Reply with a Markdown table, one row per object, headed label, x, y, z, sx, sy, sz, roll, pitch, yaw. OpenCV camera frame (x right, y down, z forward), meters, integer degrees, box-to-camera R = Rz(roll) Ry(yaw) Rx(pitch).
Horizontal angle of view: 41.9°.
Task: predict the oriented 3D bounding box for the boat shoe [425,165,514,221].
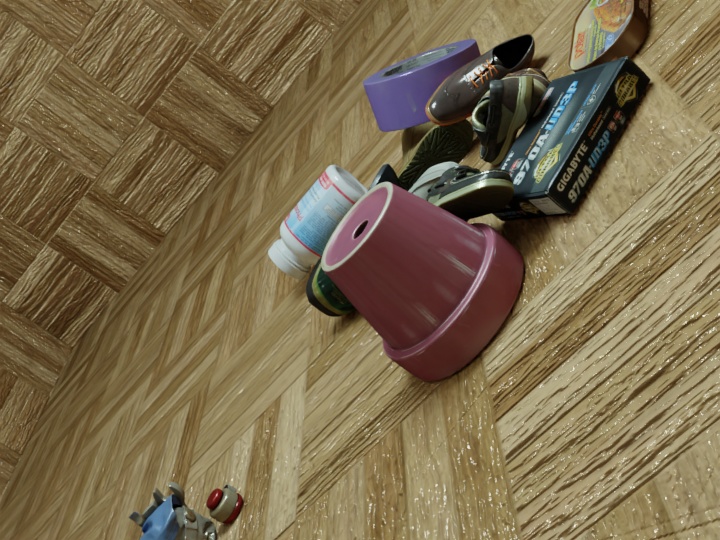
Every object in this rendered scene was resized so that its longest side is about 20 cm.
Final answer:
| label | x | y | z | sx | sy | sz | roll | pitch | yaw |
| --- | --- | --- | --- | --- | --- | --- | --- | --- | --- |
| boat shoe | 0.124 | -0.098 | 1.159 | 0.201 | 0.071 | 0.067 | 149 | 126 | -67 |

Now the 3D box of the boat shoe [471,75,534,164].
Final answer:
| label | x | y | z | sx | sy | sz | roll | pitch | yaw |
| --- | --- | --- | --- | --- | --- | --- | --- | --- | --- |
| boat shoe | 0.182 | -0.206 | 1.261 | 0.200 | 0.064 | 0.074 | 105 | 176 | -69 |

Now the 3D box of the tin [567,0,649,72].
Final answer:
| label | x | y | z | sx | sy | sz | roll | pitch | yaw |
| --- | --- | --- | --- | --- | --- | --- | --- | --- | --- |
| tin | 0.332 | -0.326 | 1.255 | 0.112 | 0.042 | 0.201 | -32 | 28 | 40 |

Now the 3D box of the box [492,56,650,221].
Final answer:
| label | x | y | z | sx | sy | sz | roll | pitch | yaw |
| --- | --- | --- | --- | --- | --- | --- | --- | --- | --- |
| box | 0.245 | -0.155 | 1.143 | 0.201 | 0.046 | 0.159 | -58 | 18 | -12 |

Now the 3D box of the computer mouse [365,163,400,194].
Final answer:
| label | x | y | z | sx | sy | sz | roll | pitch | yaw |
| --- | --- | --- | --- | --- | --- | --- | --- | --- | --- |
| computer mouse | 0.020 | -0.083 | 1.509 | 0.201 | 0.052 | 0.139 | -62 | -2 | 41 |

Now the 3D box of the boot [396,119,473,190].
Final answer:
| label | x | y | z | sx | sy | sz | roll | pitch | yaw |
| --- | --- | --- | --- | --- | --- | --- | --- | --- | --- |
| boot | 0.119 | -0.227 | 1.553 | 0.175 | 0.066 | 0.201 | -41 | 20 | 30 |

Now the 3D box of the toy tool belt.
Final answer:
| label | x | y | z | sx | sy | sz | roll | pitch | yaw |
| --- | --- | --- | --- | --- | --- | --- | --- | --- | --- |
| toy tool belt | -0.273 | 0.371 | 1.336 | 0.200 | 0.123 | 0.125 | -51 | 18 | 5 |

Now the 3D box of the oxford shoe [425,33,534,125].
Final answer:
| label | x | y | z | sx | sy | sz | roll | pitch | yaw |
| --- | --- | --- | --- | --- | --- | --- | --- | --- | --- |
| oxford shoe | 0.180 | -0.295 | 1.419 | 0.200 | 0.071 | 0.073 | -39 | -9 | -12 |

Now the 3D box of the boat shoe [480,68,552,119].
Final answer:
| label | x | y | z | sx | sy | sz | roll | pitch | yaw |
| --- | --- | --- | --- | --- | --- | --- | --- | --- | --- |
| boat shoe | 0.232 | -0.258 | 1.324 | 0.072 | 0.072 | 0.200 | -48 | 7 | -4 |

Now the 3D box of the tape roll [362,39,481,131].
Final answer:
| label | x | y | z | sx | sy | sz | roll | pitch | yaw |
| --- | --- | --- | --- | --- | --- | --- | --- | --- | --- |
| tape roll | 0.109 | -0.306 | 1.549 | 0.199 | 0.085 | 0.200 | -20 | 18 | 7 |

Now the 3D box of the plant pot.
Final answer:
| label | x | y | z | sx | sy | sz | roll | pitch | yaw |
| --- | --- | --- | --- | --- | --- | --- | --- | --- | --- |
| plant pot | 0.061 | -0.001 | 1.104 | 0.200 | 0.179 | 0.200 | -46 | 19 | 20 |

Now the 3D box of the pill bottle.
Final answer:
| label | x | y | z | sx | sy | sz | roll | pitch | yaw |
| --- | --- | --- | --- | --- | --- | --- | --- | --- | --- |
| pill bottle | -0.074 | -0.083 | 1.692 | 0.200 | 0.109 | 0.109 | -48 | 19 | 14 |

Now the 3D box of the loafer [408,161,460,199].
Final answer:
| label | x | y | z | sx | sy | sz | roll | pitch | yaw |
| --- | --- | --- | --- | --- | --- | --- | --- | --- | --- |
| loafer | 0.090 | -0.089 | 1.369 | 0.200 | 0.070 | 0.070 | -44 | 12 | 53 |

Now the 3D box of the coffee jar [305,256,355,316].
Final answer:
| label | x | y | z | sx | sy | sz | roll | pitch | yaw |
| --- | --- | --- | --- | --- | --- | --- | --- | --- | --- |
| coffee jar | 0.000 | 0.000 | 1.399 | 0.200 | 0.085 | 0.105 | -28 | 30 | 53 |
